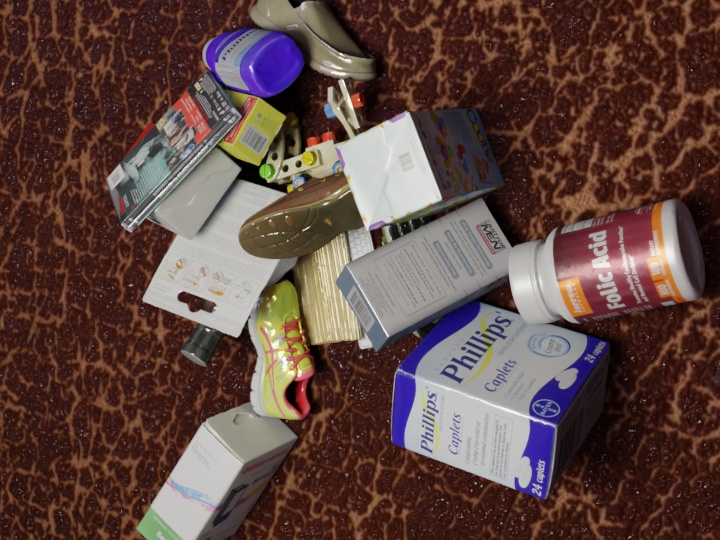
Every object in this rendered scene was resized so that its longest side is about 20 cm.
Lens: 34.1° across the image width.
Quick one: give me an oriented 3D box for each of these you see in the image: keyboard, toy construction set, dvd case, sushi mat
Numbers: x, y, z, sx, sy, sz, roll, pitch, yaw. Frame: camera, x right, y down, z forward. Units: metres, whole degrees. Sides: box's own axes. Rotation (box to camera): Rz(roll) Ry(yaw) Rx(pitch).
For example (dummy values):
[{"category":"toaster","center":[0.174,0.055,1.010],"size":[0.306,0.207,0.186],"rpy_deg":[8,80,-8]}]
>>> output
[{"category":"keyboard","center":[0.000,0.000,1.530],"size":[0.056,0.011,0.202],"rpy_deg":[-13,90,29]},{"category":"toy construction set","center":[-0.058,-0.165,1.493],"size":[0.199,0.092,0.133],"rpy_deg":[-18,80,41]},{"category":"dvd case","center":[-0.240,-0.154,1.479],"size":[0.200,0.022,0.146],"rpy_deg":[-45,33,5]},{"category":"sushi mat","center":[-0.051,-0.002,1.551],"size":[0.095,0.012,0.202],"rpy_deg":[-7,93,36]}]

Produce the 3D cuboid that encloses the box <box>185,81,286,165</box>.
[{"category":"box","center":[-0.175,-0.192,1.513],"size":[0.199,0.050,0.076],"rpy_deg":[25,84,54]}]

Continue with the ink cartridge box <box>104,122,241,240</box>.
[{"category":"ink cartridge box","center":[-0.252,-0.122,1.544],"size":[0.117,0.067,0.199],"rpy_deg":[-55,33,-8]}]

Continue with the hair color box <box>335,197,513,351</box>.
[{"category":"hair color box","center":[0.082,0.003,1.383],"size":[0.100,0.199,0.061],"rpy_deg":[59,157,12]}]

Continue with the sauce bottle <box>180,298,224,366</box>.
[{"category":"sauce bottle","center":[-0.169,0.030,1.539],"size":[0.064,0.065,0.201],"rpy_deg":[24,71,23]}]

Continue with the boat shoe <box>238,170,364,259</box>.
[{"category":"boat shoe","center":[-0.056,-0.074,1.437],"size":[0.198,0.068,0.072],"rpy_deg":[-21,127,10]}]

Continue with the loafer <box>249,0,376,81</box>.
[{"category":"loafer","center":[-0.056,-0.305,1.482],"size":[0.199,0.075,0.069],"rpy_deg":[35,117,20]}]

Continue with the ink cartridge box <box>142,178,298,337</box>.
[{"category":"ink cartridge box","center":[-0.164,-0.017,1.502],"size":[0.161,0.050,0.201],"rpy_deg":[18,73,27]}]

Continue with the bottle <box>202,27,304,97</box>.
[{"category":"bottle","center":[-0.145,-0.268,1.492],"size":[0.065,0.083,0.200],"rpy_deg":[54,167,-28]}]

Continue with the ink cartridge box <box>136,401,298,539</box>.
[{"category":"ink cartridge box","center":[-0.193,0.286,1.594],"size":[0.087,0.145,0.201],"rpy_deg":[39,112,17]}]

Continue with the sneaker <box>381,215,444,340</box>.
[{"category":"sneaker","center":[0.045,-0.008,1.473],"size":[0.088,0.076,0.202],"rpy_deg":[-7,96,48]}]

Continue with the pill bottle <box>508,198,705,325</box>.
[{"category":"pill bottle","center":[0.276,-0.004,1.323],"size":[0.198,0.114,0.115],"rpy_deg":[-14,90,29]}]

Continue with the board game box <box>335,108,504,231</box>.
[{"category":"board game box","center":[0.073,-0.121,1.366],"size":[0.102,0.200,0.106],"rpy_deg":[-22,87,28]}]

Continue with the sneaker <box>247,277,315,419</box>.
[{"category":"sneaker","center":[-0.093,0.107,1.551],"size":[0.090,0.078,0.202],"rpy_deg":[17,116,38]}]

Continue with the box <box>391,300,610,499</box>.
[{"category":"box","center":[0.163,0.140,1.354],"size":[0.198,0.184,0.106],"rpy_deg":[16,124,25]}]

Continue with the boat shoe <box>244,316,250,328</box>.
[{"category":"boat shoe","center":[-0.195,-0.012,1.607],"size":[0.068,0.072,0.202],"rpy_deg":[-19,96,58]}]
